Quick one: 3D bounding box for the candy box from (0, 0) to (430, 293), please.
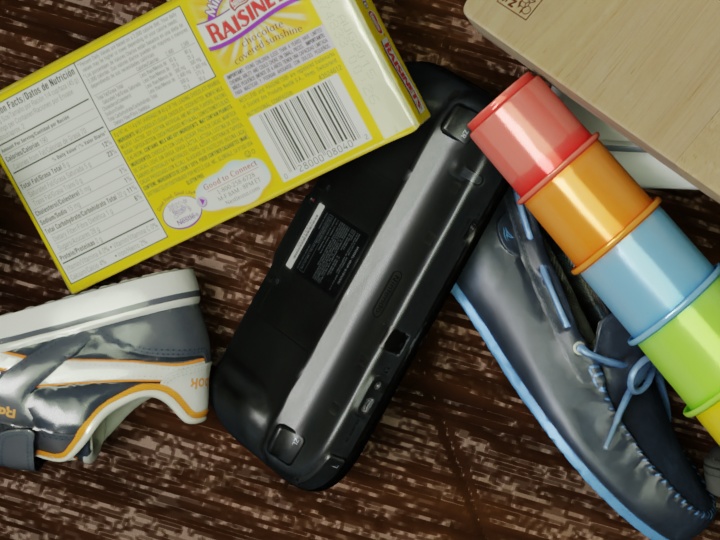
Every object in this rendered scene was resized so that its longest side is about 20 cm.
[{"bbox_3d":[-0.076,-0.072,1.172,0.200,0.026,0.102,-24,96,25],"label":"candy box"}]

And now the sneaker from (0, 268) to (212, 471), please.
[{"bbox_3d":[-0.166,0.059,1.194,0.199,0.078,0.080,-13,91,4],"label":"sneaker"}]

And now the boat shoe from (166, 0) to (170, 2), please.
[{"bbox_3d":[-0.103,-0.174,1.189,0.063,0.073,0.201,-37,99,6],"label":"boat shoe"}]

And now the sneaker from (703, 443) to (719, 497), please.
[{"bbox_3d":[0.244,0.035,1.174,0.199,0.060,0.105,-13,101,-12],"label":"sneaker"}]

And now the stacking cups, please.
[{"bbox_3d":[0.128,-0.002,1.112,0.060,0.061,0.200,-38,89,3],"label":"stacking cups"}]

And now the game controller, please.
[{"bbox_3d":[0.000,0.000,1.179,0.042,0.104,0.200,26,96,-34],"label":"game controller"}]

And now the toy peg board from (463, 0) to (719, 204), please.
[{"bbox_3d":[0.189,-0.121,1.120,0.199,0.098,0.200,38,87,32],"label":"toy peg board"}]

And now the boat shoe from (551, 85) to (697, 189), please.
[{"bbox_3d":[0.185,-0.070,1.175,0.199,0.074,0.066,1,96,2],"label":"boat shoe"}]

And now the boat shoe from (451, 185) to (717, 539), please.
[{"bbox_3d":[0.104,0.035,1.175,0.069,0.084,0.200,-37,92,17],"label":"boat shoe"}]
